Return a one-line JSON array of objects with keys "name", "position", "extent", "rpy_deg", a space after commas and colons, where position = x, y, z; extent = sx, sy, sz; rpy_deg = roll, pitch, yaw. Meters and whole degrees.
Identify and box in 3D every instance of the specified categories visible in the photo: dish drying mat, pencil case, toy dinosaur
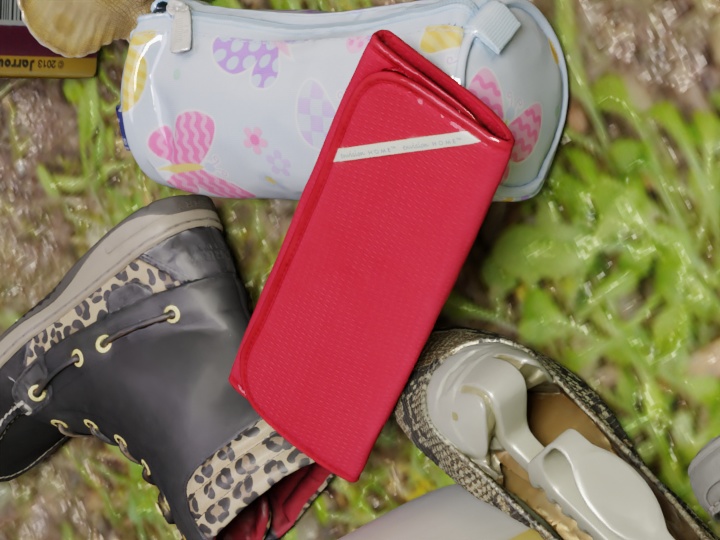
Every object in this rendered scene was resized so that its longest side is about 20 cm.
[{"name": "dish drying mat", "position": [0.000, 0.000, 0.913], "extent": [0.077, 0.018, 0.200], "rpy_deg": [38, 131, 16]}, {"name": "pencil case", "position": [-0.010, -0.076, 0.953], "extent": [0.200, 0.083, 0.091], "rpy_deg": [6, 115, 38]}, {"name": "toy dinosaur", "position": [-0.129, -0.149, 1.006], "extent": [0.058, 0.200, 0.101], "rpy_deg": [-5, 52, 55]}]

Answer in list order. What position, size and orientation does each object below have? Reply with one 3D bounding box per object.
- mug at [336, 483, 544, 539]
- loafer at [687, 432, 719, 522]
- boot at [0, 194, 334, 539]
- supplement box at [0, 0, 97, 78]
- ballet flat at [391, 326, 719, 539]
[{"name": "mug", "position": [0.025, 0.166, 0.905], "extent": [0.186, 0.153, 0.150], "rpy_deg": [-22, 80, 38]}, {"name": "loafer", "position": [0.208, 0.066, 0.800], "extent": [0.200, 0.070, 0.070], "rpy_deg": [-22, 73, 38]}, {"name": "boot", "position": [-0.103, 0.078, 1.056], "extent": [0.200, 0.073, 0.151], "rpy_deg": [-44, 68, 27]}, {"name": "supplement box", "position": [-0.241, -0.149, 1.105], "extent": [0.200, 0.131, 0.103], "rpy_deg": [6, 97, 38]}, {"name": "ballet flat", "position": [0.081, 0.076, 0.899], "extent": [0.068, 0.075, 0.200], "rpy_deg": [-43, 62, -9]}]
